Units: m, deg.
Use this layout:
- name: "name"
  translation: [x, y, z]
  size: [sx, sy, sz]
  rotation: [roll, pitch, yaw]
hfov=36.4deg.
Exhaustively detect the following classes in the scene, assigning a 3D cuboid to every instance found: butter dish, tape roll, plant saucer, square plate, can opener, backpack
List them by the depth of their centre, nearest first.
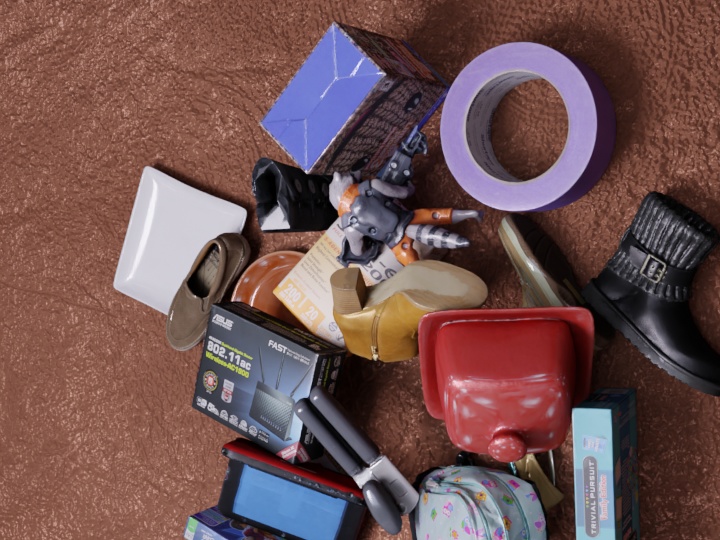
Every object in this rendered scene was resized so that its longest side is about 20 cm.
- name: "butter dish"
  translation: [0.165, 0.149, 1.240]
  size: [0.199, 0.148, 0.200]
  rotation: [-1, 134, 7]
- name: "can opener"
  translation: [-0.003, 0.228, 1.334]
  size: [0.053, 0.066, 0.200]
  rotation: [-38, 94, 12]
- name: "tape roll"
  translation: [0.203, -0.172, 1.335]
  size: [0.199, 0.085, 0.201]
  rotation: [1, 93, 29]
- name: "backpack"
  translation: [0.142, 0.316, 1.336]
  size: [0.200, 0.126, 0.168]
  rotation: [-20, 86, 63]
- name: "plant saucer"
  translation: [-0.096, 0.072, 1.542]
  size: [0.199, 0.032, 0.202]
  rotation: [1, 92, 28]
- name: "square plate"
  translation: [-0.267, -0.030, 1.632]
  size: [0.199, 0.028, 0.199]
  rotation: [24, 103, 25]

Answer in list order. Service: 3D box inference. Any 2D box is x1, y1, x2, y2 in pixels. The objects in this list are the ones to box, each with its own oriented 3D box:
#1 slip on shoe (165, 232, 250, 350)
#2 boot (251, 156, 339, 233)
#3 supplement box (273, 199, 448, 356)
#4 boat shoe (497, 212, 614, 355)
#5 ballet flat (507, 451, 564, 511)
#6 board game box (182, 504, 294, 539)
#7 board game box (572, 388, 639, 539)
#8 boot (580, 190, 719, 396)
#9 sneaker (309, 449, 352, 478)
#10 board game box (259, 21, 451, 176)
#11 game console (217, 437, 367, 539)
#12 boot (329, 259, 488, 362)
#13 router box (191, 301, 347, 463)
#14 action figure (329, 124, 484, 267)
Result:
- name: "slip on shoe"
  translation: [-0.229, 0.032, 1.564]
  size: [0.076, 0.061, 0.200]
  rotation: [44, 112, 18]
- name: "boot"
  translation: [-0.084, -0.126, 1.428]
  size: [0.065, 0.200, 0.166]
  rotation: [-26, 80, 27]
- name: "supplement box"
  translation: [0.000, 0.000, 1.439]
  size: [0.126, 0.073, 0.200]
  rotation: [44, 100, 16]
- name: "boat shoe"
  translation: [0.223, 0.025, 1.348]
  size: [0.076, 0.071, 0.201]
  rotation: [-44, 72, 37]
- name: "ballet flat"
  translation: [0.201, 0.206, 1.380]
  size: [0.063, 0.069, 0.201]
  rotation: [-19, 85, 0]
- name: "board game box"
  translation: [-0.127, 0.383, 1.516]
  size: [0.199, 0.135, 0.035]
  rotation: [25, 105, 27]
- name: "board game box"
  translation: [0.286, 0.247, 1.272]
  size: [0.047, 0.151, 0.201]
  rotation: [-1, 92, 24]
- name: "boot"
  translation: [0.370, 0.026, 1.257]
  size: [0.211, 0.079, 0.158]
  rotation: [43, 111, 20]
- name: "sneaker"
  translation: [-0.092, 0.244, 1.511]
  size: [0.112, 0.071, 0.200]
  rotation: [-36, 92, 25]
- name: "board game box"
  translation: [-0.002, -0.208, 1.379]
  size: [0.097, 0.200, 0.160]
  rotation: [47, 113, 17]
- name: "game console"
  translation: [-0.093, 0.307, 1.437]
  size: [0.199, 0.172, 0.119]
  rotation: [19, 87, 4]
- name: "boot"
  translation: [0.064, 0.057, 1.326]
  size: [0.200, 0.144, 0.071]
  rotation: [4, 52, 19]
- name: "router box"
  translation: [-0.122, 0.142, 1.430]
  size: [0.199, 0.062, 0.151]
  rotation: [21, 104, 35]
- name: "action figure"
  translation: [0.053, -0.082, 1.341]
  size: [0.193, 0.105, 0.201]
  rotation: [22, 90, 6]
